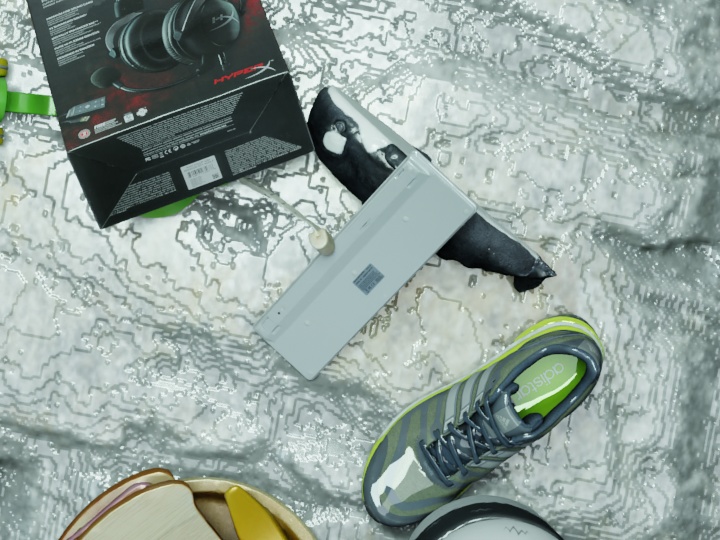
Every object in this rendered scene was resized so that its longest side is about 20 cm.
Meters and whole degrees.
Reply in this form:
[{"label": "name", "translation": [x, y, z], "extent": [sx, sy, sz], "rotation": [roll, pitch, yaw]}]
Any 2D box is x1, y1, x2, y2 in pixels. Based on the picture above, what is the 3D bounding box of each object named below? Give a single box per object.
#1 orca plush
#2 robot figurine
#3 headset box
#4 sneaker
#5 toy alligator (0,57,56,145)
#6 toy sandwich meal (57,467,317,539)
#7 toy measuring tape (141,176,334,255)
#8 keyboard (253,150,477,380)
[{"label": "orca plush", "translation": [0.034, -0.036, 1.438], "extent": [0.200, 0.105, 0.071], "rotation": [36, 101, -23]}, {"label": "robot figurine", "translation": [0.084, 0.215, 1.383], "extent": [0.150, 0.200, 0.125], "rotation": [-37, 92, -1]}, {"label": "headset box", "translation": [-0.129, -0.140, 1.390], "extent": [0.148, 0.077, 0.201], "rotation": [-19, 47, -1]}, {"label": "sneaker", "translation": [0.082, 0.101, 1.440], "extent": [0.200, 0.081, 0.074], "rotation": [-40, 91, 0]}, {"label": "toy alligator", "translation": [-0.304, -0.120, 1.439], "extent": [0.198, 0.054, 0.060], "rotation": [6, 90, -2]}, {"label": "toy sandwich meal", "translation": [-0.110, 0.229, 1.443], "extent": [0.203, 0.070, 0.207], "rotation": [0, 91, -1]}, {"label": "toy measuring tape", "translation": [-0.111, -0.050, 1.423], "extent": [0.200, 0.074, 0.074], "rotation": [36, 90, 18]}, {"label": "keyboard", "translation": [0.000, 0.000, 1.415], "extent": [0.056, 0.011, 0.200], "rotation": [39, 127, -6]}]
